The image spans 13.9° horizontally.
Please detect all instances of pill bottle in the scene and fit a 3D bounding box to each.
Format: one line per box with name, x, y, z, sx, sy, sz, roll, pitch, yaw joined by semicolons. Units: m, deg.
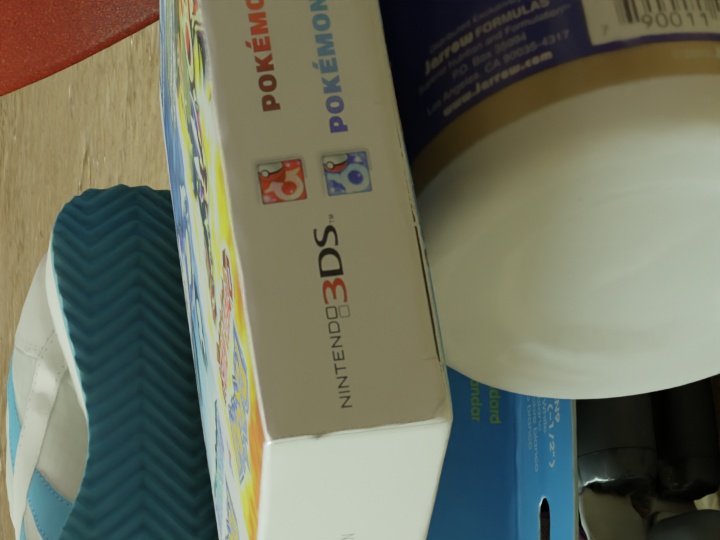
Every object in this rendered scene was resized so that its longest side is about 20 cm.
pill bottle;0.052;-0.081;0.738;0.120;0.119;0.201;106;158;-54

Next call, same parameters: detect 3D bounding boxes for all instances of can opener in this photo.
can opener;0.087;0.042;0.799;0.067;0.053;0.201;-19;70;43

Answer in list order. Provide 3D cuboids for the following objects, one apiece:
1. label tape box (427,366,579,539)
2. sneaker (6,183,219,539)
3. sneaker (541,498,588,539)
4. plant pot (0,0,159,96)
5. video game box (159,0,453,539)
label tape box;-0.004;0.097;0.845;0.200;0.066;0.144;149;123;-67
sneaker;-0.063;0.079;0.828;0.081;0.076;0.201;116;157;-53
sneaker;0.041;0.083;0.928;0.200;0.080;0.089;-136;51;-65
plant pot;-0.101;-0.225;1.201;0.200;0.175;0.201;74;-178;-48
video game box;-0.019;-0.008;0.715;0.200;0.046;0.183;97;163;-65
